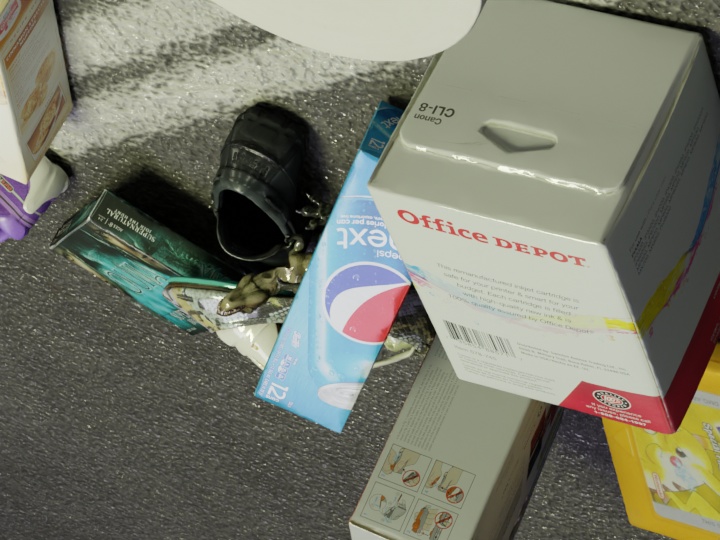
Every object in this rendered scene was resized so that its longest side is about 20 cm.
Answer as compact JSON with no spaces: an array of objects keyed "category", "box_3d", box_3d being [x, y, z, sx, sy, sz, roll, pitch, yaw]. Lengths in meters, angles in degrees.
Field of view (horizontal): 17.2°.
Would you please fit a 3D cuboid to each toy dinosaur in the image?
[{"category":"toy dinosaur","box_3d":[0.002,-0.010,1.552,0.199,0.048,0.088,-5,149,0]}]

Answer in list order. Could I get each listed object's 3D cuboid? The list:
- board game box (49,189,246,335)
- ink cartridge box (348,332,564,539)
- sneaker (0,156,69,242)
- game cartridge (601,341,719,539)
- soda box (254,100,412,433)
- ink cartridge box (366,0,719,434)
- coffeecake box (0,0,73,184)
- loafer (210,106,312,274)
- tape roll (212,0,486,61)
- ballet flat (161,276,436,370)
[{"category":"board game box","box_3d":[-0.155,-0.002,1.758,0.135,0.028,0.200,32,167,-10]},{"category":"ink cartridge box","box_3d":[0.071,0.133,1.623,0.083,0.201,0.176,20,155,14]},{"category":"sneaker","box_3d":[-0.307,-0.055,1.789,0.199,0.084,0.081,0,144,48]},{"category":"game cartridge","box_3d":[0.245,0.123,1.544,0.199,0.032,0.177,16,136,41]},{"category":"soda box","box_3d":[0.000,0.000,1.476,0.064,0.068,0.201,23,123,-1]},{"category":"ink cartridge box","box_3d":[0.117,-0.032,1.314,0.145,0.145,0.200,15,154,27]},{"category":"coffeecake box","box_3d":[-0.280,-0.159,1.563,0.153,0.073,0.200,23,156,10]},{"category":"loafer","box_3d":[-0.072,-0.037,1.594,0.068,0.071,0.201,23,157,9]},{"category":"tape roll","box_3d":[-0.008,-0.212,1.092,0.202,0.140,0.203,23,156,11]},{"category":"ballet flat","box_3d":[-0.038,0.039,1.629,0.199,0.072,0.072,1,153,2]}]
